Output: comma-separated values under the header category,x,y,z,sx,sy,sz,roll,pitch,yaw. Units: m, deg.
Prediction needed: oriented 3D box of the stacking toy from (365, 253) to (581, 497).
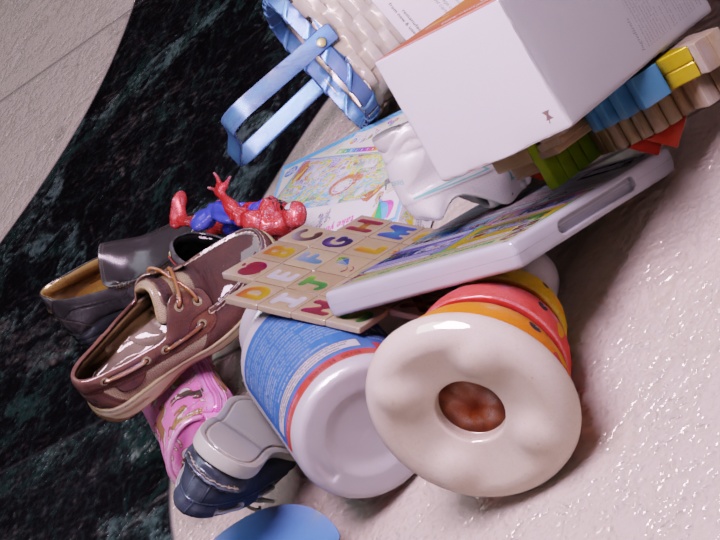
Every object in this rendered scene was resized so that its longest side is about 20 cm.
category,x,y,z,sx,sy,sz,roll,pitch,yaw
stacking toy,0.095,0.044,1.518,0.146,0.146,0.200,-33,19,34

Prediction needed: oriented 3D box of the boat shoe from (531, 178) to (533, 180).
category,x,y,z,sx,sy,sz,roll,pitch,yaw
boat shoe,0.080,-0.115,1.750,0.072,0.072,0.200,-55,36,25

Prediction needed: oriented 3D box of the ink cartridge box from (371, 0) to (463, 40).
category,x,y,z,sx,sy,sz,roll,pitch,yaw
ink cartridge box,0.116,-0.261,1.714,0.200,0.084,0.146,-39,13,21

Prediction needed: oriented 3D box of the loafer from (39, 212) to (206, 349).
category,x,y,z,sx,sy,sz,roll,pitch,yaw
loafer,-0.218,0.002,2.074,0.200,0.072,0.073,-37,31,27

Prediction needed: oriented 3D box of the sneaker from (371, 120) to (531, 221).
category,x,y,z,sx,sy,sz,roll,pitch,yaw
sneaker,0.105,-0.090,1.635,0.200,0.081,0.070,-19,1,-23

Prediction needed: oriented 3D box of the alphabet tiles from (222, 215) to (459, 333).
category,x,y,z,sx,sy,sz,roll,pitch,yaw
alphabet tiles,0.000,0.000,1.672,0.199,0.006,0.166,11,31,39

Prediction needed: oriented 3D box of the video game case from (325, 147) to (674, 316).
category,x,y,z,sx,sy,sz,roll,pitch,yaw
video game case,0.098,-0.026,1.576,0.182,0.022,0.200,-30,9,-40

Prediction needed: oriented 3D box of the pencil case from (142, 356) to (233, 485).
category,x,y,z,sx,sy,sz,roll,pitch,yaw
pencil case,-0.140,0.109,1.823,0.083,0.087,0.200,-34,30,0

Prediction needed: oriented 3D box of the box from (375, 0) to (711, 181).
category,x,y,z,sx,sy,sz,roll,pitch,yaw
box,0.127,-0.160,1.512,0.124,0.098,0.200,-23,12,45

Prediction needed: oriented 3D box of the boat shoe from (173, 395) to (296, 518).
category,x,y,z,sx,sy,sz,roll,pitch,yaw
boat shoe,-0.090,0.144,1.652,0.062,0.075,0.200,-56,-4,11

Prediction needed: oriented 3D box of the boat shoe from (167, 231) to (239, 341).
category,x,y,z,sx,sy,sz,roll,pitch,yaw
boat shoe,-0.091,0.016,1.824,0.073,0.063,0.201,-19,26,-38

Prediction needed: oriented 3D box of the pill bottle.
category,x,y,z,sx,sy,sz,roll,pitch,yaw
pill bottle,-0.025,0.079,1.650,0.112,0.112,0.200,-51,29,5

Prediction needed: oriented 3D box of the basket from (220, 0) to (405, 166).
category,x,y,z,sx,sy,sz,roll,pitch,yaw
basket,-0.038,-0.173,1.895,0.200,0.139,0.176,-46,-3,-8

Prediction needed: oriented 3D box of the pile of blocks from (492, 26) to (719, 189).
category,x,y,z,sx,sy,sz,roll,pitch,yaw
pile of blocks,0.174,-0.096,1.524,0.200,0.062,0.082,-26,9,35

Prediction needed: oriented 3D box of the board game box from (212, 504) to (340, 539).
category,x,y,z,sx,sy,sz,roll,pitch,yaw
board game box,-0.072,0.265,1.594,0.158,0.039,0.201,-20,44,37

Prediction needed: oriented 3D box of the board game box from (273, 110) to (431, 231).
category,x,y,z,sx,sy,sz,roll,pitch,yaw
board game box,-0.008,-0.057,1.860,0.200,0.034,0.135,-22,41,45

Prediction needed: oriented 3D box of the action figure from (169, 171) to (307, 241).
category,x,y,z,sx,sy,sz,roll,pitch,yaw
action figure,-0.097,-0.049,1.882,0.200,0.065,0.052,10,84,60

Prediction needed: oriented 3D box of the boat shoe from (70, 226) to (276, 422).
category,x,y,z,sx,sy,sz,roll,pitch,yaw
boat shoe,-0.149,0.033,1.762,0.200,0.072,0.072,-41,53,-4
